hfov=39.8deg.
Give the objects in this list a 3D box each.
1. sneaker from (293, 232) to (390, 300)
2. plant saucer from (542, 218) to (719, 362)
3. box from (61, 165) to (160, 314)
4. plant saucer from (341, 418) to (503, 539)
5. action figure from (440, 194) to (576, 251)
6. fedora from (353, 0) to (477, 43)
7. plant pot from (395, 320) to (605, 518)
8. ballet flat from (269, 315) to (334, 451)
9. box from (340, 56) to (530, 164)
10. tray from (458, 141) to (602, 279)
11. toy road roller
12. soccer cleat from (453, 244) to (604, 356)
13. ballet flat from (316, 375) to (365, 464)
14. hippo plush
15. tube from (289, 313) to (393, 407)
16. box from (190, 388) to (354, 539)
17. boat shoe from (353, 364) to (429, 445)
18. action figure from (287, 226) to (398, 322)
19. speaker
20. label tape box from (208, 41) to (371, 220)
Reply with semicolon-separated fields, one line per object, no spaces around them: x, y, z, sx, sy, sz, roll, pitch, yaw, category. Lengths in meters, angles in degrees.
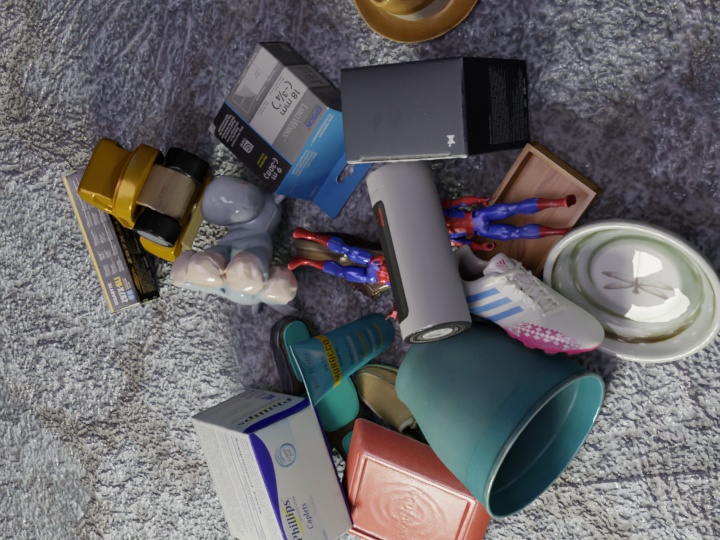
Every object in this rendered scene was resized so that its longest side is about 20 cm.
0.000;0.000;1.279;0.199;0.070;0.076;11;107;27;sneaker
0.304;0.014;1.103;0.199;0.050;0.201;18;137;17;plant saucer
-0.349;-0.043;1.410;0.049;0.160;0.201;-19;92;1;box
0.064;0.303;1.277;0.199;0.037;0.200;20;128;11;plant saucer
0.149;-0.057;1.160;0.199;0.052;0.066;-2;105;31;action figure
0.053;-0.367;1.161;0.200;0.082;0.202;7;104;28;fedora
0.150;0.152;1.171;0.188;0.200;0.201;37;117;34;plant pot
-0.082;0.156;1.367;0.073;0.073;0.201;-9;103;30;ballet flat
0.089;-0.180;1.115;0.147;0.200;0.105;1;99;28;box
0.189;-0.043;1.186;0.099;0.037;0.200;39;117;16;tray
-0.284;-0.102;1.320;0.145;0.200;0.123;22;79;0;toy road roller
0.179;0.030;1.117;0.199;0.070;0.087;20;130;33;soccer cleat
-0.025;0.203;1.323;0.201;0.068;0.068;68;164;-16;ballet flat
-0.138;-0.040;1.304;0.159;0.200;0.162;1;75;40;hippo plush
-0.024;0.102;1.239;0.050;0.200;0.078;-23;91;31;tube
-0.121;0.268;1.330;0.200;0.105;0.185;-1;109;59;box
0.067;0.187;1.279;0.200;0.076;0.072;28;114;22;boat shoe
0.002;0.003;1.195;0.199;0.099;0.066;14;107;13;action figure
0.066;-0.023;1.135;0.081;0.081;0.201;-23;71;30;speaker
-0.083;-0.178;1.289;0.200;0.063;0.144;43;118;14;label tape box
